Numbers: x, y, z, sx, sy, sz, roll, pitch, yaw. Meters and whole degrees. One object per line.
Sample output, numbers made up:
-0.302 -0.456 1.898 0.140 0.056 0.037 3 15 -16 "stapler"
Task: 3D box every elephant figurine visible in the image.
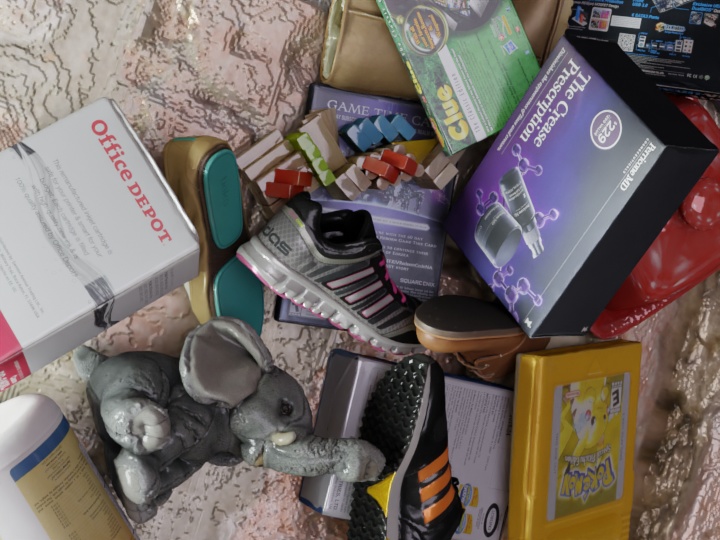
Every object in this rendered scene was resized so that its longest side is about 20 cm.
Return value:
-0.105 0.111 1.218 0.198 0.141 0.157 -17 96 -16 "elephant figurine"

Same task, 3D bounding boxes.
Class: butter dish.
0.263 -0.060 1.338 0.198 0.148 0.201 -32 104 -14 "butter dish"

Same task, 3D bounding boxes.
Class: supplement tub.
-0.249 0.212 1.179 0.144 0.144 0.201 -32 103 -14 "supplement tub"

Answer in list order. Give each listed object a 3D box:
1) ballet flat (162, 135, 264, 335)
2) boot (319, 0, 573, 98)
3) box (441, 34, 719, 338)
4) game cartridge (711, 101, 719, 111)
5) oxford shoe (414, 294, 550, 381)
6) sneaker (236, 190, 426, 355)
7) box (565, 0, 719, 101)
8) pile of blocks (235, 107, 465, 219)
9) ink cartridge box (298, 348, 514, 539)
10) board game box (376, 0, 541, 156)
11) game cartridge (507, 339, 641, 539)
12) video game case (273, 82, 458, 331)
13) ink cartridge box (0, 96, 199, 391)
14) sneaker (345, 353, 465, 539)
-0.120 -0.020 1.249 0.068 0.063 0.202 -35 131 -43 "ballet flat"
0.077 -0.224 1.305 0.198 0.066 0.177 11 85 -16 "boot"
0.172 -0.065 1.249 0.078 0.141 0.201 -3 134 -45 "box"
0.372 -0.197 1.427 0.200 0.038 0.130 44 76 -17 "game cartridge"
0.105 0.061 1.293 0.199 0.071 0.072 3 112 -54 "oxford shoe"
0.000 0.000 1.249 0.199 0.074 0.088 28 103 -30 "sneaker"
0.272 -0.231 1.314 0.046 0.198 0.161 11 90 -63 "box"
-0.002 -0.095 1.269 0.198 0.062 0.083 -12 98 -19 "pile of blocks"
0.061 0.155 1.320 0.198 0.076 0.138 14 90 -18 "ink cartridge box"
0.075 -0.206 1.265 0.104 0.023 0.202 -26 98 -14 "board game box"
0.189 0.166 1.345 0.175 0.032 0.203 -4 96 -51 "game cartridge"
0.009 -0.048 1.318 0.141 0.019 0.202 8 90 -20 "video game case"
-0.239 -0.017 1.173 0.199 0.083 0.146 -30 77 -15 "ink cartridge box"
0.048 0.169 1.250 0.089 0.070 0.202 11 91 -34 "sneaker"
